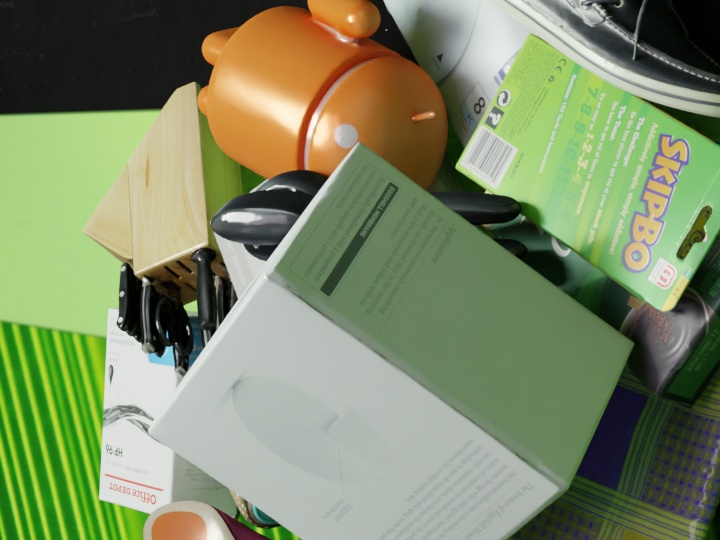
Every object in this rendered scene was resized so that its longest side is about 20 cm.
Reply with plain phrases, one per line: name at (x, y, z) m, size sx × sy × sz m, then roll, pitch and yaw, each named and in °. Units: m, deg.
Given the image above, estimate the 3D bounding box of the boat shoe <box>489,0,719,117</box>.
boat shoe at (0.154, -0.150, 1.149) m, size 0.200 × 0.074 × 0.063 m, roll 39°, pitch 115°, yaw 32°

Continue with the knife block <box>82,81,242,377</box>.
knife block at (-0.120, -0.025, 1.493) m, size 0.175 × 0.064 × 0.201 m, roll 27°, pitch 81°, yaw 38°

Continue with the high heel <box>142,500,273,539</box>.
high heel at (-0.070, 0.224, 1.408) m, size 0.199 × 0.096 × 0.068 m, roll 24°, pitch 85°, yaw 41°

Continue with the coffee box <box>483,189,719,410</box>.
coffee box at (0.160, -0.025, 1.156) m, size 0.123 × 0.044 × 0.200 m, roll -55°, pitch 46°, yaw 15°

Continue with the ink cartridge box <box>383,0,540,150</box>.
ink cartridge box at (0.105, -0.190, 1.257) m, size 0.200 × 0.047 × 0.161 m, roll -55°, pitch 48°, yaw 39°

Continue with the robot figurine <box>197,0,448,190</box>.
robot figurine at (-0.023, -0.106, 1.294) m, size 0.199 × 0.117 × 0.144 m, roll 30°, pitch 86°, yaw 37°

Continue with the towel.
towel at (0.152, 0.119, 1.156) m, size 0.143 × 0.023 × 0.201 m, roll 23°, pitch 91°, yaw 46°

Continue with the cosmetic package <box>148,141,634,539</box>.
cosmetic package at (0.015, 0.069, 1.132) m, size 0.200 × 0.123 × 0.199 m, roll 37°, pitch 141°, yaw -3°

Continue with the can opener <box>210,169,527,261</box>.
can opener at (0.009, -0.022, 1.194) m, size 0.199 × 0.079 × 0.064 m, roll 5°, pitch 121°, yaw 23°

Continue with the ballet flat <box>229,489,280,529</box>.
ballet flat at (-0.067, 0.085, 1.420) m, size 0.065 × 0.070 × 0.202 m, roll 19°, pitch 100°, yaw 60°

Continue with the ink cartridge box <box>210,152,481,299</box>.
ink cartridge box at (0.000, 0.000, 1.345) m, size 0.176 × 0.045 × 0.201 m, roll -35°, pitch 58°, yaw 22°

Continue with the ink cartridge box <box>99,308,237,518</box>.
ink cartridge box at (-0.154, 0.134, 1.577) m, size 0.116 × 0.067 × 0.202 m, roll 4°, pitch 92°, yaw 54°

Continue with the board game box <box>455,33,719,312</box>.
board game box at (0.142, -0.057, 1.135) m, size 0.200 × 0.030 × 0.096 m, roll 40°, pitch 105°, yaw 47°
